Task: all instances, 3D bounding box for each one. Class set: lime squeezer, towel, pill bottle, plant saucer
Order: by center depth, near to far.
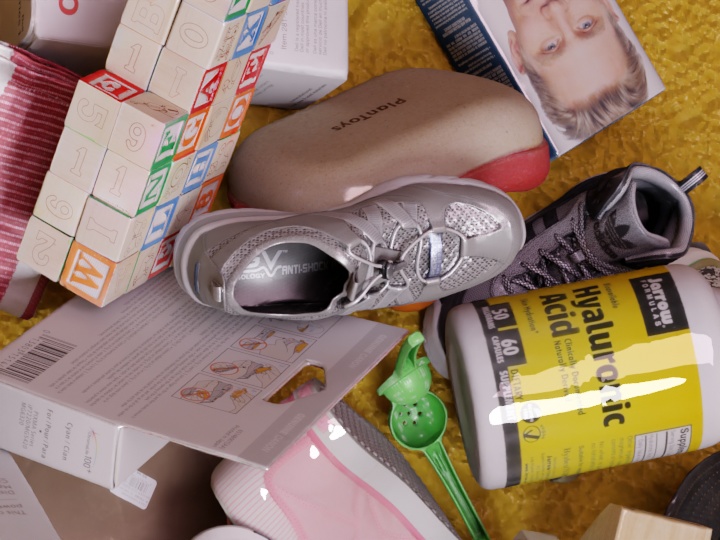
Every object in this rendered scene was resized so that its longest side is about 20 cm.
[{"bbox_3d":[-0.247,-0.071,1.590,0.199,0.023,0.145,23,94,-19],"label":"towel"},{"bbox_3d":[-0.140,0.154,1.615,0.199,0.029,0.202,6,75,-24],"label":"plant saucer"},{"bbox_3d":[0.034,0.085,1.659,0.037,0.201,0.071,-18,46,0],"label":"lime squeezer"},{"bbox_3d":[0.156,0.057,1.665,0.199,0.111,0.112,-11,82,-5],"label":"pill bottle"}]

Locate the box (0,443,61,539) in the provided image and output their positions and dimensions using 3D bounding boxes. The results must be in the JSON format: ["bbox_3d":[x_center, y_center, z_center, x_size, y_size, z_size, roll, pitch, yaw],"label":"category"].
[{"bbox_3d":[-0.250,0.209,1.422,0.198,0.200,0.172,-2,117,-26],"label":"box"}]

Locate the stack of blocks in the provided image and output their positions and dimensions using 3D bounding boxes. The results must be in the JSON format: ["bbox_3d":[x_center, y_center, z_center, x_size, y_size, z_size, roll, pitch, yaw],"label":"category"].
[{"bbox_3d":[-0.110,-0.091,1.564,0.058,0.201,0.115,29,24,14],"label":"stack of blocks"}]

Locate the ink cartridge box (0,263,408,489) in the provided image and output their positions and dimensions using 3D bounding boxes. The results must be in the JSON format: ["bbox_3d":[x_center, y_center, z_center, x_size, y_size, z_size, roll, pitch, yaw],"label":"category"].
[{"bbox_3d":[-0.091,0.061,1.546,0.175,0.045,0.200,17,26,18],"label":"ink cartridge box"}]

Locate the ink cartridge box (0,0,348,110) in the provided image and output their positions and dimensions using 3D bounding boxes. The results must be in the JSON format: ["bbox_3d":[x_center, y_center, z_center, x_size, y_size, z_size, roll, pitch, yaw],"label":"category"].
[{"bbox_3d":[-0.112,-0.183,1.675,0.199,0.084,0.147,6,76,-23],"label":"ink cartridge box"}]

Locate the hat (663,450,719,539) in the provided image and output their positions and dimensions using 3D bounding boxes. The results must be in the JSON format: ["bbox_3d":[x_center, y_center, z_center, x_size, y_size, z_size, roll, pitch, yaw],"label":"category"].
[{"bbox_3d":[0.242,0.214,1.757,0.199,0.081,0.202,12,66,-27],"label":"hat"}]

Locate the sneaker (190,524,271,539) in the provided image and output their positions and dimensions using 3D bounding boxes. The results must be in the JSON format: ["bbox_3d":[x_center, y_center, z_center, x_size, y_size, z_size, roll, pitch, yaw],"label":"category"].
[{"bbox_3d":[-0.011,0.239,1.548,0.202,0.077,0.147,28,29,-26],"label":"sneaker"}]

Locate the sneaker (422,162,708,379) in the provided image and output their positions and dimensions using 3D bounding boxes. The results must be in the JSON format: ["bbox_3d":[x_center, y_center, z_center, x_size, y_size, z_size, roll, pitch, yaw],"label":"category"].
[{"bbox_3d":[0.128,-0.008,1.733,0.200,0.114,0.076,-37,94,-28],"label":"sneaker"}]

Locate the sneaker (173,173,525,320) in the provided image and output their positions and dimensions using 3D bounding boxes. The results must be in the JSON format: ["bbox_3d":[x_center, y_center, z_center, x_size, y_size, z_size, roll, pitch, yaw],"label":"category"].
[{"bbox_3d":[0.000,0.000,1.571,0.199,0.082,0.075,-11,113,-12],"label":"sneaker"}]

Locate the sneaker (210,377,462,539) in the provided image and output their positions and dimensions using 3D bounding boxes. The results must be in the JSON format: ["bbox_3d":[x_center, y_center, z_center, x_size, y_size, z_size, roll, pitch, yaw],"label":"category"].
[{"bbox_3d":[-0.019,0.141,1.636,0.105,0.200,0.075,-40,53,4],"label":"sneaker"}]

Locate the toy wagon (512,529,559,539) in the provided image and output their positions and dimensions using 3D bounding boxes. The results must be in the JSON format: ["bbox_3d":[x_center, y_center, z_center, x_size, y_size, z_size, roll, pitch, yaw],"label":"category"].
[{"bbox_3d":[0.088,0.256,1.627,0.039,0.155,0.201,11,103,-15],"label":"toy wagon"}]

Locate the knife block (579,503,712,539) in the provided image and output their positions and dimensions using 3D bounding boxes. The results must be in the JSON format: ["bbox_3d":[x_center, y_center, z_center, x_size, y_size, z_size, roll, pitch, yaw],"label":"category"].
[{"bbox_3d":[0.143,0.261,1.648,0.064,0.200,0.176,14,43,-22],"label":"knife block"}]

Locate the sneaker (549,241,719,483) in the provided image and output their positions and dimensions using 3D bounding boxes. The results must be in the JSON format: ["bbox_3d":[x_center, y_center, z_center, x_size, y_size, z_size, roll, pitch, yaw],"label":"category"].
[{"bbox_3d":[0.184,0.058,1.747,0.200,0.088,0.077,-45,125,-26],"label":"sneaker"}]

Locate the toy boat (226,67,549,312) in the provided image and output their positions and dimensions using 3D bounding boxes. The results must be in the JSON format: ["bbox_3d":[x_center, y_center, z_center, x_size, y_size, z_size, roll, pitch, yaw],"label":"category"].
[{"bbox_3d":[0.024,-0.037,1.703,0.199,0.130,0.132,-25,119,-28],"label":"toy boat"}]

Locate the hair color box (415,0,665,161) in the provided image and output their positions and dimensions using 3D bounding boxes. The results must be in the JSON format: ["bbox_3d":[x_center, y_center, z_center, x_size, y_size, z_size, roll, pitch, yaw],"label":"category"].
[{"bbox_3d":[0.097,-0.173,1.788,0.100,0.060,0.201,-32,93,-28],"label":"hair color box"}]
